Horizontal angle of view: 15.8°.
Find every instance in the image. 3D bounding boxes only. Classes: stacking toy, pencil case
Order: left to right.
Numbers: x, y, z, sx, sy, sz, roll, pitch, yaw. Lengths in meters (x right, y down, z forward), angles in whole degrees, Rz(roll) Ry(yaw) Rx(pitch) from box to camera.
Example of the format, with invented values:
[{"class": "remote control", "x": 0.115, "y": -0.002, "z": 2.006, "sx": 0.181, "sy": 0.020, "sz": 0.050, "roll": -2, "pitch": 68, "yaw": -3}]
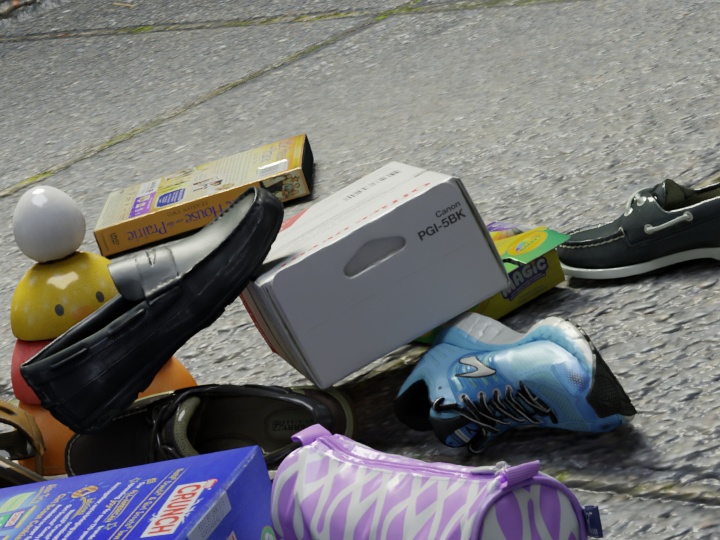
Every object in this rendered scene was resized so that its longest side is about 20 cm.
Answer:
[{"class": "stacking toy", "x": -0.194, "y": 0.039, "z": 1.751, "sx": 0.146, "sy": 0.200, "sz": 0.146, "roll": -17, "pitch": 16, "yaw": 5}, {"class": "pencil case", "x": 0.033, "y": 0.135, "z": 1.394, "sx": 0.084, "sy": 0.086, "sz": 0.200, "roll": -26, "pitch": 17, "yaw": -35}]

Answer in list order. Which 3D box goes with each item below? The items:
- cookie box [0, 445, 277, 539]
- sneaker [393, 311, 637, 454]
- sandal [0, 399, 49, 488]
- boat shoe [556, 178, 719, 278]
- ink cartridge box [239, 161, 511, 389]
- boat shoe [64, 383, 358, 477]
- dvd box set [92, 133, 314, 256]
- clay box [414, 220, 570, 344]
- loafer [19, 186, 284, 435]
[{"class": "cookie box", "x": -0.163, "y": 0.179, "z": 1.471, "sx": 0.200, "sy": 0.075, "sz": 0.171, "roll": -11, "pitch": 16, "yaw": 25}, {"class": "sneaker", "x": 0.090, "y": 0.082, "z": 1.577, "sx": 0.090, "sy": 0.078, "sz": 0.200, "roll": -42, "pitch": 19, "yaw": -22}, {"class": "sandal", "x": -0.243, "y": 0.110, "z": 1.709, "sx": 0.055, "sy": 0.082, "sz": 0.200, "roll": -52, "pitch": 39, "yaw": -7}, {"class": "boat shoe", "x": 0.225, "y": -0.037, "z": 1.821, "sx": 0.200, "sy": 0.060, "sz": 0.076, "roll": -9, "pitch": 18, "yaw": 27}, {"class": "ink cartridge box", "x": 0.000, "y": 0.000, "z": 1.711, "sx": 0.147, "sy": 0.083, "sz": 0.200, "roll": -29, "pitch": 10, "yaw": -6}, {"class": "boat shoe", "x": -0.104, "y": 0.103, "z": 1.648, "sx": 0.200, "sy": 0.073, "sz": 0.065, "roll": -13, "pitch": -16, "yaw": 17}, {"class": "dvd box set", "x": -0.142, "y": -0.071, "z": 2.387, "sx": 0.200, "sy": 0.029, "sz": 0.146, "roll": -17, "pitch": 15, "yaw": 4}, {"class": "clay box", "x": 0.058, "y": 0.006, "z": 1.877, "sx": 0.115, "sy": 0.048, "sz": 0.200, "roll": -29, "pitch": 20, "yaw": -28}, {"class": "loafer", "x": -0.131, "y": 0.017, "z": 1.648, "sx": 0.201, "sy": 0.070, "sz": 0.068, "roll": -45, "pitch": 16, "yaw": 1}]
